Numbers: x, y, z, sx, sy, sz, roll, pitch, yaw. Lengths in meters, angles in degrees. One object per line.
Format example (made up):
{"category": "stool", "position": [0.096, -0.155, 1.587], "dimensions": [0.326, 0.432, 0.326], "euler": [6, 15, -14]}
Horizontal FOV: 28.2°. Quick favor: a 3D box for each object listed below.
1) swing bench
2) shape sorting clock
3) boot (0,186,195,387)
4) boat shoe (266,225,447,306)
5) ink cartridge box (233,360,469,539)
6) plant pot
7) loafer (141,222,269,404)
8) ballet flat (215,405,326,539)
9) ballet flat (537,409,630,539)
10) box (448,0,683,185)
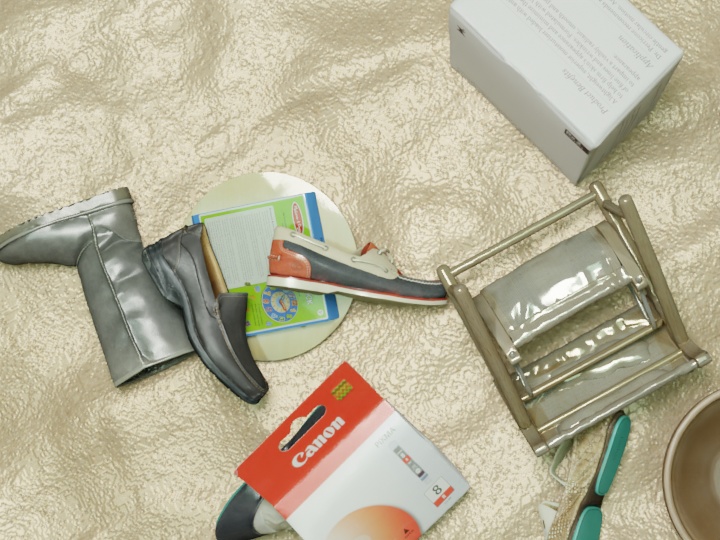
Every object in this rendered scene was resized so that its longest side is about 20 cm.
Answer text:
{"category": "swing bench", "position": [0.213, 0.048, 1.448], "dimensions": [0.198, 0.130, 0.201], "euler": [-28, 101, 0]}
{"category": "shape sorting clock", "position": [-0.100, -0.004, 1.528], "dimensions": [0.198, 0.039, 0.202], "euler": [0, 93, 7]}
{"category": "boot", "position": [-0.287, 0.029, 1.534], "dimensions": [0.181, 0.073, 0.201], "euler": [-20, 89, 4]}
{"category": "boat shoe", "position": [0.000, 0.000, 1.483], "dimensions": [0.199, 0.071, 0.063], "euler": [9, 83, -15]}
{"category": "ink cartridge box", "position": [-0.004, 0.210, 1.437], "dimensions": [0.162, 0.050, 0.200], "euler": [-44, 125, -1]}
{"category": "plant pot", "position": [0.400, 0.211, 1.435], "dimensions": [0.199, 0.093, 0.202], "euler": [-1, 83, 6]}
{"category": "loafer", "position": [-0.147, 0.044, 1.481], "dimensions": [0.072, 0.073, 0.201], "euler": [-33, 88, 7]}
{"category": "ballet flat", "position": [-0.069, 0.219, 1.481], "dimensions": [0.073, 0.073, 0.200], "euler": [42, 86, 8]}
{"category": "ballet flat", "position": [0.221, 0.232, 1.471], "dimensions": [0.065, 0.070, 0.201], "euler": [15, 81, 34]}
{"category": "box", "position": [0.200, -0.214, 1.446], "dimensions": [0.131, 0.200, 0.199], "euler": [-44, 82, -3]}
